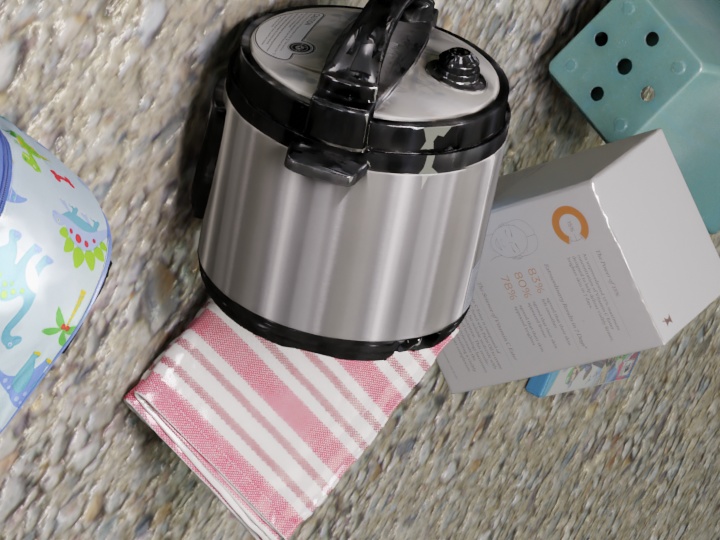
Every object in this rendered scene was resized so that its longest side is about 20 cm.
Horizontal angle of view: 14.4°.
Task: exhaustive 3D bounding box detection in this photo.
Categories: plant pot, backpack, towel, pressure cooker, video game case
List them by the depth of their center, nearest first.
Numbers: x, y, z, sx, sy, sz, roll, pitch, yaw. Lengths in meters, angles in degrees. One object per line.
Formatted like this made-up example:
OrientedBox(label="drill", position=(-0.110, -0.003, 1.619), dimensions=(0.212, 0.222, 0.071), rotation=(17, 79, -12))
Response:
OrientedBox(label="backpack", position=(-0.227, -0.009, 1.272), dimensions=(0.183, 0.200, 0.147), rotation=(-57, 137, -7))
OrientedBox(label="pressure cooker", position=(0.000, -0.070, 1.689), dimensions=(0.178, 0.176, 0.201), rotation=(-6, 123, -28))
OrientedBox(label="towel", position=(-0.042, 0.058, 1.833), dimensions=(0.146, 0.030, 0.200), rotation=(48, 70, -21))
OrientedBox(label="plant pot", position=(0.232, -0.134, 2.123), dimensions=(0.141, 0.141, 0.200), rotation=(-45, 156, 17))
OrientedBox(label="video game case", position=(0.215, 0.035, 2.458), dimensions=(0.200, 0.018, 0.144), rotation=(-6, 122, -62))

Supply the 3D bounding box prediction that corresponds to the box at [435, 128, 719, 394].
OrientedBox(label="box", position=(0.134, -0.004, 1.982), dimensions=(0.097, 0.200, 0.125), rotation=(-36, 105, -45))
